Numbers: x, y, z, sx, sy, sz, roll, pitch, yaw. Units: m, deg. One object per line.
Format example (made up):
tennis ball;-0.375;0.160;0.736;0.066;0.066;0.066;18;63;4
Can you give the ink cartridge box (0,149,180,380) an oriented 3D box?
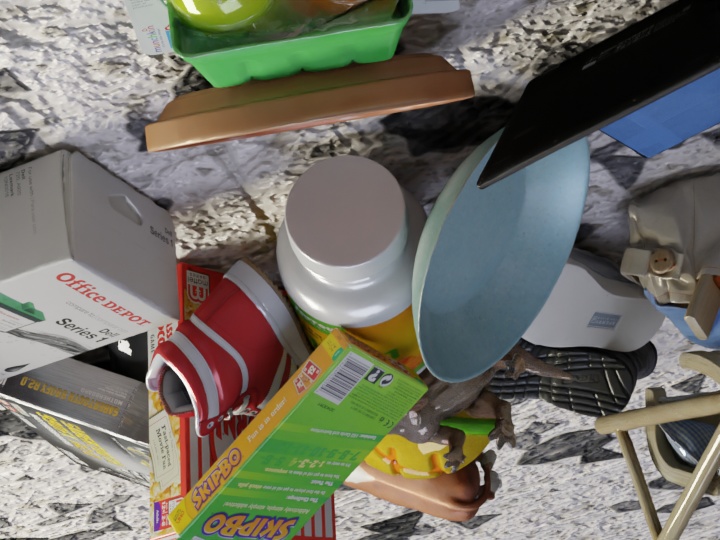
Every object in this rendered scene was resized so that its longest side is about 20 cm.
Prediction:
ink cartridge box;-0.242;0.005;1.452;0.199;0.085;0.146;-18;155;22

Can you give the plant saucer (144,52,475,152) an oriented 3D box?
plant saucer;-0.031;-0.102;1.266;0.198;0.033;0.200;-9;-177;1

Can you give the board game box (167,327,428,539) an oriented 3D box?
board game box;-0.049;0.134;1.479;0.200;0.030;0.095;-50;137;9

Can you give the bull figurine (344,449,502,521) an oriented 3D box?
bull figurine;0.030;0.161;1.844;0.199;0.066;0.121;24;-152;22

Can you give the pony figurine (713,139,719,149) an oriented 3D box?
pony figurine;0.337;-0.065;1.413;0.191;0.168;0.200;17;177;4

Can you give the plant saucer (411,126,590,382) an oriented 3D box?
plant saucer;0.086;-0.023;1.438;0.039;0.202;0.201;27;173;29

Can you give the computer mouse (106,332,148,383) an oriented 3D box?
computer mouse;-0.146;0.077;1.683;0.137;0.053;0.200;-9;156;4

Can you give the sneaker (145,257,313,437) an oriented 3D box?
sneaker;-0.082;0.089;1.515;0.112;0.071;0.201;-43;138;-14

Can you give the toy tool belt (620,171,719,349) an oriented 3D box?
toy tool belt;0.273;0.016;1.596;0.124;0.124;0.200;-19;154;24

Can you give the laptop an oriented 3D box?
laptop;0.201;-0.100;1.325;0.187;0.200;0.116;-27;110;35

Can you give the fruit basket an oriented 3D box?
fruit basket;-0.044;-0.184;1.112;0.183;0.094;0.201;-10;147;3

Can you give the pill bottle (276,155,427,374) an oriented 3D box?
pill bottle;0.000;0.000;1.486;0.110;0.112;0.200;-9;156;3

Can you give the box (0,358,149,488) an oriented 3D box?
box;-0.191;0.129;1.703;0.157;0.049;0.200;17;164;21

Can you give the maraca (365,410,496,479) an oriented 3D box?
maraca;0.028;0.114;1.755;0.136;0.108;0.199;12;178;-44

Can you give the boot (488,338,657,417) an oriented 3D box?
boot;0.135;0.065;1.713;0.199;0.070;0.132;21;-166;10

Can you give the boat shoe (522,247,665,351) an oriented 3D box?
boat shoe;0.158;0.011;1.620;0.199;0.069;0.072;6;120;-45

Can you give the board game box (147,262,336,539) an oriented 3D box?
board game box;-0.089;0.109;1.587;0.046;0.202;0.151;-20;155;41

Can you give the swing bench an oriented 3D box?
swing bench;0.316;0.118;1.571;0.197;0.131;0.200;-5;154;-28

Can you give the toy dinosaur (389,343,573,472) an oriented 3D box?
toy dinosaur;0.056;0.082;1.628;0.199;0.136;0.086;-23;121;-10
